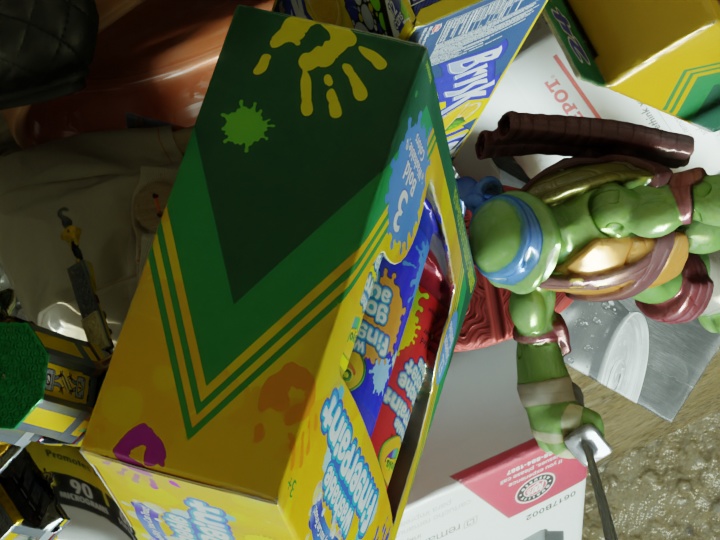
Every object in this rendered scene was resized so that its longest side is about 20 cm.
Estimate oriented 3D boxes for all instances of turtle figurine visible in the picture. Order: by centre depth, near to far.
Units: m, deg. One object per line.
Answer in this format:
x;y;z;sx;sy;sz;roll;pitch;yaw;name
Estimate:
0.137;0.021;1.163;0.194;0.200;0.144;-11;122;-51;turtle figurine

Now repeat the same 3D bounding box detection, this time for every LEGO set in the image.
-0.151;0.032;1.030;0.154;0.200;0.116;-54;147;10;LEGO set

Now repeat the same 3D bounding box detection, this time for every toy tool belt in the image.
-0.069;0.006;1.137;0.123;0.125;0.200;-27;155;-5;toy tool belt

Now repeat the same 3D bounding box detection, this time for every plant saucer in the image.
-0.048;-0.104;1.101;0.200;0.032;0.200;-25;169;-5;plant saucer

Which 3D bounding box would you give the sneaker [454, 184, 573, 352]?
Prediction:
0.000;0.000;1.276;0.199;0.079;0.116;-6;-175;1;sneaker

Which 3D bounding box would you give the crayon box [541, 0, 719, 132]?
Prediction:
0.103;-0.126;1.095;0.051;0.126;0.200;-30;168;17;crayon box

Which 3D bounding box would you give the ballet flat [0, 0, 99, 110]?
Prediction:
-0.180;-0.072;0.953;0.199;0.057;0.066;-13;-169;-31;ballet flat

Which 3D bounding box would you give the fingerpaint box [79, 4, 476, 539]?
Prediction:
-0.020;0.031;1.010;0.073;0.167;0.200;14;159;13;fingerpaint box

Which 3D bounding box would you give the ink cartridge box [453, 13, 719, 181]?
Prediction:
0.129;-0.100;1.259;0.200;0.068;0.116;-32;126;11;ink cartridge box

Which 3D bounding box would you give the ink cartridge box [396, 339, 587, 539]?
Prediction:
0.035;0.138;1.473;0.147;0.086;0.200;-24;141;-17;ink cartridge box

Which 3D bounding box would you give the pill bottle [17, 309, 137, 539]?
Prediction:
-0.164;0.091;1.243;0.114;0.200;0.115;-10;128;-13;pill bottle

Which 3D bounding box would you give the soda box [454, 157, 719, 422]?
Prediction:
0.077;-0.010;1.346;0.071;0.200;0.063;-58;-166;11;soda box

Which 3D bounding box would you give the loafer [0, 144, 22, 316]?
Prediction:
-0.199;0.010;1.187;0.200;0.068;0.076;-41;161;-8;loafer

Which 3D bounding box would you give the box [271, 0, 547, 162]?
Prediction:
0.013;-0.090;1.044;0.064;0.070;0.200;-22;167;-17;box
